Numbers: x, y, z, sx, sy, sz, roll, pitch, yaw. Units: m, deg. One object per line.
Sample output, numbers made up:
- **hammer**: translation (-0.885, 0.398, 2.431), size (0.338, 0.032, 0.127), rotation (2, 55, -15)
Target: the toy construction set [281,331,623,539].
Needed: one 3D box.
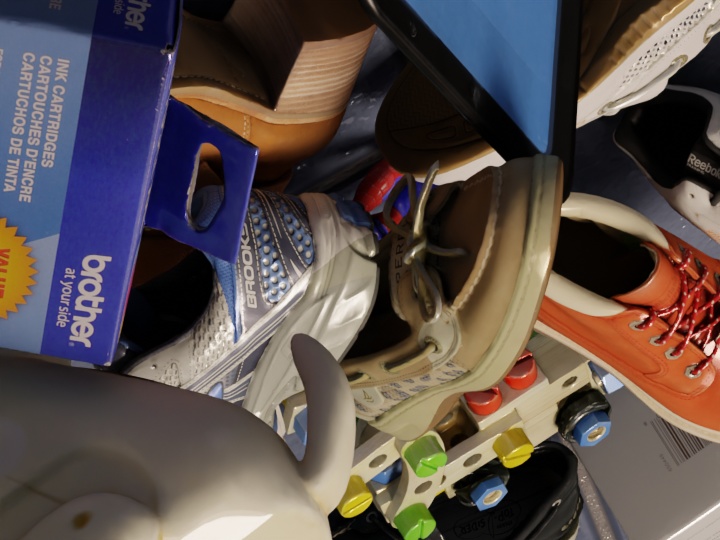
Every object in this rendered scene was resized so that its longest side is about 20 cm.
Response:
- **toy construction set**: translation (0.066, 0.061, 1.261), size (0.199, 0.092, 0.131), rotation (-19, 148, 3)

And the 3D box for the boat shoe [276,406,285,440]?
- **boat shoe**: translation (-0.068, 0.072, 1.179), size (0.072, 0.066, 0.200), rotation (-22, 147, -11)

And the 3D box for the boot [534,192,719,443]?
- **boot**: translation (0.141, 0.023, 1.150), size (0.107, 0.199, 0.075), rotation (143, -28, -82)

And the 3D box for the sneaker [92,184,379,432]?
- **sneaker**: translation (-0.074, 0.044, 1.020), size (0.085, 0.077, 0.200), rotation (17, 117, -25)

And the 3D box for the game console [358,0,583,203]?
- **game console**: translation (0.084, -0.146, 0.951), size (0.176, 0.117, 0.200), rotation (-35, 148, 9)

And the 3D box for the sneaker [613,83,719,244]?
- **sneaker**: translation (0.184, -0.023, 1.137), size (0.080, 0.200, 0.074), rotation (20, 101, -41)

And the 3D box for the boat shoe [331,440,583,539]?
- **boat shoe**: translation (0.034, 0.139, 1.349), size (0.199, 0.075, 0.066), rotation (-14, 143, -24)

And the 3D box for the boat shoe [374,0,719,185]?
- **boat shoe**: translation (0.100, -0.092, 1.083), size (0.200, 0.071, 0.069), rotation (-34, 149, 4)

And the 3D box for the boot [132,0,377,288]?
- **boot**: translation (-0.097, -0.048, 0.988), size (0.199, 0.074, 0.155), rotation (-3, 146, -29)

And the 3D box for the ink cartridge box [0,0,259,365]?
- **ink cartridge box**: translation (-0.134, -0.050, 0.853), size (0.199, 0.076, 0.137), rotation (9, 129, -7)

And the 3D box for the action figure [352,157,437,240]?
- **action figure**: translation (0.000, 0.000, 1.118), size (0.200, 0.052, 0.066), rotation (-43, 125, -12)

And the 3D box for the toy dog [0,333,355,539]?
- **toy dog**: translation (-0.119, 0.066, 0.916), size (0.194, 0.200, 0.139), rotation (-52, 153, 3)

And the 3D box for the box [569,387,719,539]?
- **box**: translation (0.214, 0.114, 1.438), size (0.124, 0.098, 0.200), rotation (-36, 147, 9)

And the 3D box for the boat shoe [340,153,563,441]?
- **boat shoe**: translation (0.023, 0.012, 1.004), size (0.062, 0.074, 0.200), rotation (17, 149, -12)
